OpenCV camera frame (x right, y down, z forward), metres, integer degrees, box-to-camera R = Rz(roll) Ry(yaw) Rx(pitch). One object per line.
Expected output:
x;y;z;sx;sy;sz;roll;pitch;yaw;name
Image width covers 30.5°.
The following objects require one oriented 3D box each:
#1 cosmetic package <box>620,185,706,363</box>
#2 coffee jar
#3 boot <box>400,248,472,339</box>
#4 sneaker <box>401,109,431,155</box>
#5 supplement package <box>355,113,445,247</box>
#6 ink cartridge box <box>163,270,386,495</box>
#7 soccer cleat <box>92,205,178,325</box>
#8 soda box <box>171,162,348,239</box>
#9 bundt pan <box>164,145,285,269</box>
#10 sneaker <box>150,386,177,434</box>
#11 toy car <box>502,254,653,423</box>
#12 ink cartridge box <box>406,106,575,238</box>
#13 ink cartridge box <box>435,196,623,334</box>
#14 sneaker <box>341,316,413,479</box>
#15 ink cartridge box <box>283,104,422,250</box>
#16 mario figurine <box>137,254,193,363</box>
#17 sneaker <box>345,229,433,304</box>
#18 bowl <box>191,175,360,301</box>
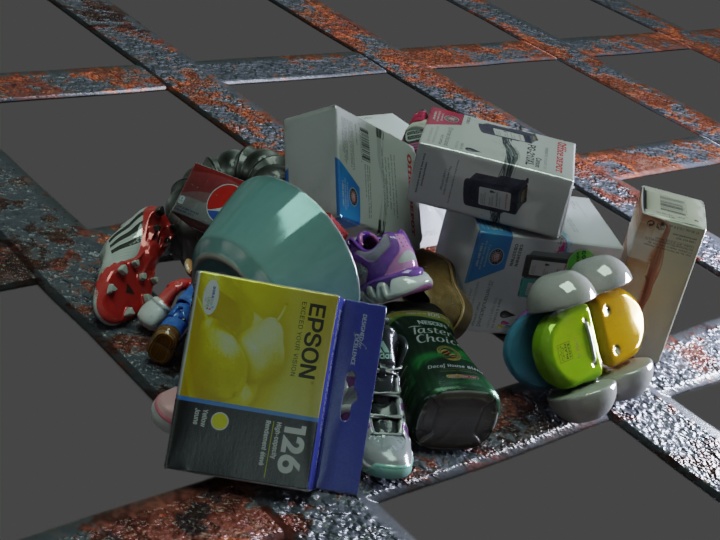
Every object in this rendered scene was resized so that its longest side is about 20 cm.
0.379;0.005;1.727;0.087;0.201;0.104;15;25;4;cosmetic package
0.077;0.113;1.503;0.103;0.086;0.200;3;29;-22;coffee jar
0.077;0.013;1.678;0.075;0.074;0.200;29;13;-25;boot
0.148;-0.141;1.799;0.199;0.081;0.075;24;69;7;sneaker
0.048;-0.132;1.915;0.121;0.121;0.200;-11;36;-37;supplement package
-0.082;0.114;1.315;0.198;0.199;0.047;9;-5;-6;ink cartridge box
-0.284;-0.002;1.583;0.085;0.069;0.201;-18;34;29;soccer cleat
-0.118;-0.057;1.550;0.199;0.070;0.063;22;-11;25;soda box
-0.162;-0.089;1.686;0.200;0.076;0.203;-13;37;10;bundt pan
-0.115;0.121;1.379;0.199;0.105;0.076;5;31;-16;sneaker
0.251;0.084;1.594;0.149;0.176;0.199;-9;7;43;toy car
0.170;-0.127;1.680;0.198;0.085;0.145;15;27;3;ink cartridge box
0.215;-0.011;1.737;0.198;0.148;0.146;5;28;-15;ink cartridge box
0.017;0.117;1.405;0.077;0.141;0.200;3;29;-21;sneaker
-0.008;-0.108;1.688;0.084;0.147;0.200;-12;-17;30;ink cartridge box
-0.179;0.050;1.542;0.123;0.106;0.201;45;34;-17;mario figurine
0.000;0.000;1.595;0.080;0.089;0.199;-17;1;-44;sneaker
-0.107;0.011;1.428;0.200;0.202;0.105;30;47;29;bowl
